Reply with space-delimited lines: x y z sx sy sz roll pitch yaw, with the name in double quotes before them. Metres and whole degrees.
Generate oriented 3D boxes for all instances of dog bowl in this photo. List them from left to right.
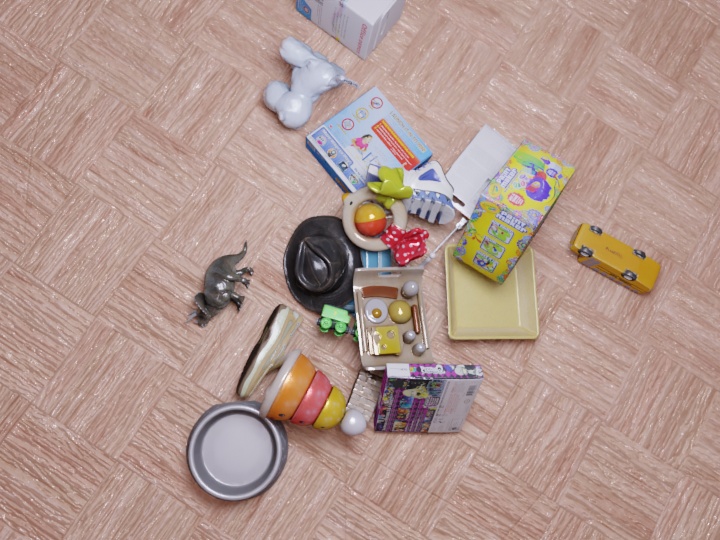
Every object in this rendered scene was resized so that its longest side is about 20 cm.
"dog bowl" -0.240 0.349 1.209 0.200 0.059 0.201 1 78 -6

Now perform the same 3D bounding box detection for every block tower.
"block tower" 0.024 0.210 1.267 0.058 0.054 0.200 24 78 -1

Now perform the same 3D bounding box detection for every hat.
"hat" -0.090 -0.014 1.252 0.200 0.081 0.201 -1 88 23

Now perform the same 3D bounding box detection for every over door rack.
"over door rack" 0.116 -0.092 1.329 0.148 0.067 0.200 43 78 2

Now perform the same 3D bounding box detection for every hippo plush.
"hippo plush" -0.115 -0.381 1.341 0.200 0.159 0.161 41 108 17

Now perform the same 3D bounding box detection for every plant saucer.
"plant saucer" 0.271 0.047 1.326 0.199 0.048 0.200 1 80 -10

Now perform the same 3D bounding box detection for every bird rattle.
"bird rattle" 0.047 -0.099 1.220 0.163 0.113 0.200 -6 116 18

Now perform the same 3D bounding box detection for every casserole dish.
"casserole dish" 0.000 0.000 1.283 0.121 0.039 0.201 0 87 17

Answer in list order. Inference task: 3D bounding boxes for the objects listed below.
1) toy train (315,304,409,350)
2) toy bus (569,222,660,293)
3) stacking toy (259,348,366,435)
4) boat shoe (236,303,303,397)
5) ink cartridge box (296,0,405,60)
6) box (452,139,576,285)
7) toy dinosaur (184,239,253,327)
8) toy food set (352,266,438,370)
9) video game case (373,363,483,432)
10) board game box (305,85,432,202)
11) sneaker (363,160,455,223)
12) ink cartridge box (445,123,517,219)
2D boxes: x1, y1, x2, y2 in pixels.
"toy train" 0.011 0.115 1.238 0.200 0.042 0.057 16 67 -4
"toy bus" 0.548 -0.026 1.360 0.200 0.078 0.065 28 78 -1
"stacking toy" -0.078 0.253 1.184 0.200 0.146 0.146 28 77 1
"boat shoe" -0.175 0.169 1.249 0.076 0.072 0.200 31 78 -16
"ink cartridge box" -0.018 -0.602 1.370 0.200 0.147 0.146 37 77 1
"box" 0.305 -0.116 1.252 0.122 0.193 0.200 33 56 13
"toy dinosaur" -0.275 0.023 1.258 0.102 0.077 0.200 18 81 -10
"toy food set" 0.067 0.091 1.200 0.143 0.060 0.200 -2 70 -13
"video game case" 0.126 0.249 1.206 0.181 0.200 0.036 1 47 -6
"board game box" 0.018 -0.262 1.355 0.196 0.056 0.200 -38 86 -12
"sneaker" 0.109 -0.179 1.296 0.199 0.081 0.115 21 53 -2
"ink cartridge box" 0.254 -0.212 1.377 0.109 0.050 0.200 39 79 1
